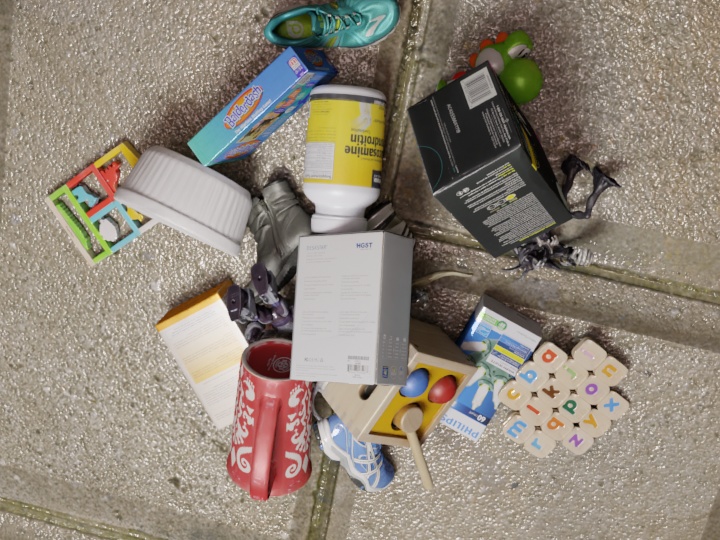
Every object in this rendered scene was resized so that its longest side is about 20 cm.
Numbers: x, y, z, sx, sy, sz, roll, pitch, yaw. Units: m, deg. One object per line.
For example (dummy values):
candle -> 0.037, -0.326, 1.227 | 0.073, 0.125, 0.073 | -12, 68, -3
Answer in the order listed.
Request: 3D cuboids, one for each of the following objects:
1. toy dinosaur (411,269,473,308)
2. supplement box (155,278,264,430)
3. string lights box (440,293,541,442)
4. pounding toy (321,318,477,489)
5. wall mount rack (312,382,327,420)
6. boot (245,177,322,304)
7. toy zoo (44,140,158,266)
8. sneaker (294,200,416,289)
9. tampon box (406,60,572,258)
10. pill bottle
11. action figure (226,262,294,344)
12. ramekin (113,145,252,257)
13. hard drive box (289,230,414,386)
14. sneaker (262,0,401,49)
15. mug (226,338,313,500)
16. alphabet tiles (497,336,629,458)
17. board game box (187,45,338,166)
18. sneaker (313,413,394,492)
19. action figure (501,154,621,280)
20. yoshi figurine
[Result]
toy dinosaur -> 0.065, 0.030, 1.332 | 0.197, 0.088, 0.048 | -15, 97, 12
supplement box -> -0.217, 0.134, 1.461 | 0.125, 0.074, 0.202 | -25, 102, 15
string lights box -> 0.184, 0.150, 1.410 | 0.102, 0.059, 0.202 | 27, 110, -2
pounding toy -> 0.066, 0.193, 1.338 | 0.142, 0.183, 0.201 | 45, 108, 39
wall mount rack -> 0.010, 0.158, 1.437 | 0.172, 0.075, 0.202 | 30, 110, 2
boot -> -0.148, -0.040, 1.412 | 0.200, 0.068, 0.131 | -43, 84, 19
toy zoo -> -0.383, -0.110, 1.438 | 0.198, 0.020, 0.132 | -31, 100, 16
sneaker -> 0.000, 0.000, 1.383 | 0.200, 0.076, 0.116 | -39, 96, 15
tampon box -> 0.172, -0.140, 1.210 | 0.125, 0.152, 0.200 | -27, 146, 19
pill bottle -> -0.024, -0.154, 1.297 | 0.110, 0.112, 0.204 | 4, 94, 7
action figure -> -0.127, 0.065, 1.368 | 0.129, 0.200, 0.070 | -28, 61, 10
ramekin -> -0.248, -0.103, 1.332 | 0.200, 0.202, 0.095 | 25, 85, 0
hard drive box -> -0.012, 0.053, 1.257 | 0.154, 0.076, 0.204 | -1, 82, 39
sneaker -> -0.040, -0.341, 1.279 | 0.197, 0.080, 0.079 | -9, 104, 10
mug -> -0.120, 0.224, 1.350 | 0.131, 0.178, 0.203 | -6, 121, -24
alphabet tiles -> 0.310, 0.196, 1.402 | 0.194, 0.015, 0.201 | 34, 107, -22
board game box -> -0.134, -0.230, 1.290 | 0.199, 0.152, 0.045 | -40, 89, 17
sneaker -> 0.007, 0.284, 1.439 | 0.076, 0.076, 0.200 | -31, 135, 12
action figure -> 0.276, -0.061, 1.308 | 0.118, 0.102, 0.202 | 27, 108, -13
yoshi figurine -> 0.173, -0.236, 1.270 | 0.112, 0.113, 0.200 | 42, 107, -14
